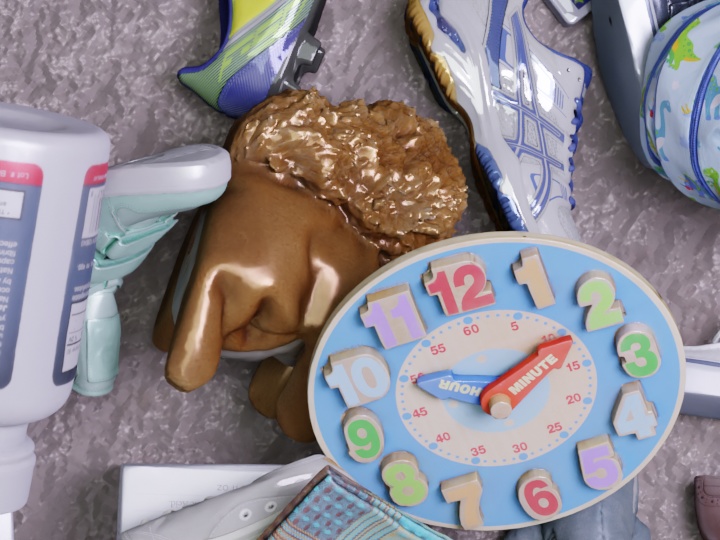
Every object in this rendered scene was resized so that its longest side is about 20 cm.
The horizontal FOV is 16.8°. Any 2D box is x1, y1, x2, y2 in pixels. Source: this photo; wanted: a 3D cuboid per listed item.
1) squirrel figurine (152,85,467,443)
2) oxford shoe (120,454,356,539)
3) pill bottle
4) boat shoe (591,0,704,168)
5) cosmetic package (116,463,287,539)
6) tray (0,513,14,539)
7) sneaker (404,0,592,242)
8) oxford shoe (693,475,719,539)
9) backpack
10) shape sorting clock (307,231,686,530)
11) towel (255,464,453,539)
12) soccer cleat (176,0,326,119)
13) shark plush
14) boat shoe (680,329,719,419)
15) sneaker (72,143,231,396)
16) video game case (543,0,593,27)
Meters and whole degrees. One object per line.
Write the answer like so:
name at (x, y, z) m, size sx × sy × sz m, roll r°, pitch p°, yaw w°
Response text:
squirrel figurine at (0.000, 0.000, 1.352) m, size 0.187 × 0.142 × 0.200 m, roll 18°, pitch 88°, yaw -10°
oxford shoe at (-0.087, 0.151, 1.295) m, size 0.200 × 0.075 × 0.058 m, roll -20°, pitch 44°, yaw 0°
pill bottle at (-0.201, 0.017, 1.251) m, size 0.120 × 0.120 × 0.200 m, roll 10°, pitch 99°, yaw -4°
boat shoe at (0.180, -0.162, 1.393) m, size 0.091 × 0.071 × 0.200 m, roll -16°, pitch 105°, yaw -10°
cosmetic package at (-0.083, 0.207, 1.356) m, size 0.113 × 0.081 × 0.200 m, roll 1°, pitch 85°, yaw -6°
tray at (-0.231, 0.126, 1.349) m, size 0.022 × 0.107 × 0.200 m, roll -5°, pitch 86°, yaw 28°
sneaker at (0.101, -0.081, 1.393) m, size 0.088 × 0.075 × 0.200 m, roll -23°, pitch 89°, yaw -6°
oxford shoe at (0.288, 0.118, 1.399) m, size 0.200 × 0.071 × 0.073 m, roll -17°, pitch 82°, yaw -6°
backpack at (0.253, -0.092, 1.352) m, size 0.200 × 0.154 × 0.163 m, roll -22°, pitch 124°, yaw -43°
shape sorting clock at (0.072, 0.063, 1.286) m, size 0.200 × 0.039 × 0.200 m, roll -1°, pitch 123°, yaw -1°
towel at (0.012, 0.200, 1.294) m, size 0.200 × 0.022 × 0.147 m, roll 34°, pitch 107°, yaw -27°
soccer cleat at (-0.044, -0.182, 1.394) m, size 0.084 × 0.065 × 0.200 m, roll 20°, pitch 84°, yaw 4°
shark plush at (0.144, 0.109, 1.379) m, size 0.091 × 0.083 × 0.200 m, roll 17°, pitch 85°, yaw -3°
boat shoe at (0.250, 0.041, 1.395) m, size 0.202 × 0.075 × 0.086 m, roll 4°, pitch 78°, yaw -13°
sneaker at (-0.130, 0.003, 1.330) m, size 0.074 × 0.200 × 0.118 m, roll -18°, pitch 91°, yaw -47°
video game case at (0.156, -0.258, 1.437) m, size 0.200 × 0.018 × 0.143 m, roll -38°, pitch 90°, yaw -6°
